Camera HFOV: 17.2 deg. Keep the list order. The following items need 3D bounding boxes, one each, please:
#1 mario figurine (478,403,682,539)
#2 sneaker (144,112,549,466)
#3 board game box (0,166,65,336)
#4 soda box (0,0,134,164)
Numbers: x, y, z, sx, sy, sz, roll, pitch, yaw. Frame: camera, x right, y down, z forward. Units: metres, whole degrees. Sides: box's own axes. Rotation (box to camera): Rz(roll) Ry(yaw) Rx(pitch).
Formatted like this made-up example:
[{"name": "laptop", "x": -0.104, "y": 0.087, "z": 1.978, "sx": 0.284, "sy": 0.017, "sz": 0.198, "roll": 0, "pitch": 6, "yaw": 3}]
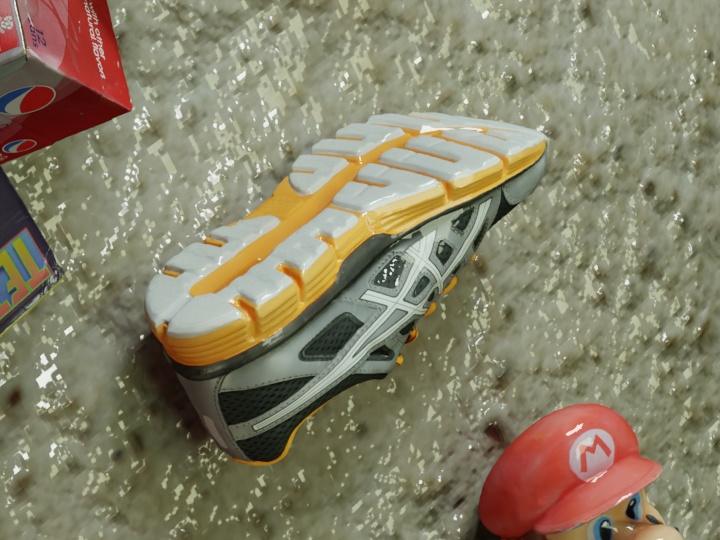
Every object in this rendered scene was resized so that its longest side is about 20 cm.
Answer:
[{"name": "mario figurine", "x": 0.112, "y": 0.148, "z": 0.974, "sx": 0.124, "sy": 0.106, "sz": 0.201, "roll": -71, "pitch": 146, "yaw": -64}, {"name": "sneaker", "x": 0.000, "y": 0.000, "z": 0.916, "sx": 0.200, "sy": 0.078, "sz": 0.077, "roll": -33, "pitch": 123, "yaw": -34}, {"name": "board game box", "x": -0.209, "y": -0.006, "z": 0.737, "sx": 0.200, "sy": 0.057, "sz": 0.166, "roll": -44, "pitch": 117, "yaw": -34}, {"name": "soda box", "x": -0.133, "y": -0.136, "z": 0.751, "sx": 0.070, "sy": 0.063, "sz": 0.201, "roll": 28, "pitch": 46, "yaw": -65}]
